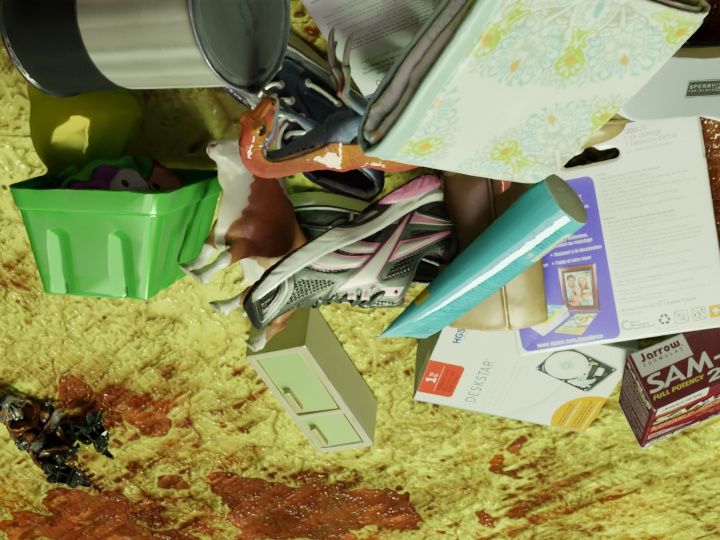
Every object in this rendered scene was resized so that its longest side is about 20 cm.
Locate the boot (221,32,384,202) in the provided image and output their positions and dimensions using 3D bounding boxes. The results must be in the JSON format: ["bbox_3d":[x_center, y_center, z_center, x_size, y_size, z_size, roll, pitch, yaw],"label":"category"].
[{"bbox_3d":[-0.058,-0.135,0.822,0.198,0.091,0.073,24,137,-18],"label":"boot"}]

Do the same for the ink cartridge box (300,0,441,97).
[{"bbox_3d":[0.042,-0.239,0.730,0.194,0.044,0.200,-15,138,23],"label":"ink cartridge box"}]

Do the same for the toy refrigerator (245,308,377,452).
[{"bbox_3d":[-0.052,0.129,1.136,0.075,0.071,0.201,-11,136,19],"label":"toy refrigerator"}]

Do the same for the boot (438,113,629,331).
[{"bbox_3d":[0.147,-0.049,0.856,0.172,0.066,0.203,3,113,23],"label":"boot"}]

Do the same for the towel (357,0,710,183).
[{"bbox_3d":[0.113,-0.133,0.670,0.169,0.049,0.200,8,142,-32],"label":"towel"}]

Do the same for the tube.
[{"bbox_3d":[0.100,0.002,0.827,0.077,0.051,0.200,10,136,-47],"label":"tube"}]

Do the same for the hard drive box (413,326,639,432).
[{"bbox_3d":[0.168,0.082,1.047,0.196,0.078,0.157,11,138,-4],"label":"hard drive box"}]

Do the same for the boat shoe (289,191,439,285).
[{"bbox_3d":[-0.007,-0.021,0.961,0.196,0.069,0.074,11,139,-4],"label":"boat shoe"}]

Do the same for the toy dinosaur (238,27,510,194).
[{"bbox_3d":[0.002,-0.104,0.731,0.200,0.181,0.105,43,150,10],"label":"toy dinosaur"}]

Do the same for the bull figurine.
[{"bbox_3d":[-0.093,-0.022,0.866,0.065,0.121,0.201,34,164,40],"label":"bull figurine"}]

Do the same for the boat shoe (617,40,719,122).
[{"bbox_3d":[0.265,-0.149,0.777,0.197,0.066,0.071,-6,122,-20],"label":"boat shoe"}]

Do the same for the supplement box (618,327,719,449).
[{"bbox_3d":[0.323,0.116,0.999,0.107,0.062,0.200,-24,156,3],"label":"supplement box"}]

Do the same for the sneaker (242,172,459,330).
[{"bbox_3d":[0.000,0.000,0.819,0.198,0.080,0.087,-31,92,-8],"label":"sneaker"}]

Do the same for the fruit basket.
[{"bbox_3d":[-0.209,-0.091,0.853,0.152,0.218,0.218,3,139,6],"label":"fruit basket"}]

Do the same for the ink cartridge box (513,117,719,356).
[{"bbox_3d":[0.222,-0.034,0.901,0.195,0.043,0.203,-9,105,16],"label":"ink cartridge box"}]

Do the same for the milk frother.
[{"bbox_3d":[-0.183,-0.187,0.677,0.185,0.201,0.183,4,129,30],"label":"milk frother"}]

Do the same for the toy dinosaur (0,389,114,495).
[{"bbox_3d":[-0.395,0.224,1.298,0.134,0.104,0.199,3,160,41],"label":"toy dinosaur"}]
